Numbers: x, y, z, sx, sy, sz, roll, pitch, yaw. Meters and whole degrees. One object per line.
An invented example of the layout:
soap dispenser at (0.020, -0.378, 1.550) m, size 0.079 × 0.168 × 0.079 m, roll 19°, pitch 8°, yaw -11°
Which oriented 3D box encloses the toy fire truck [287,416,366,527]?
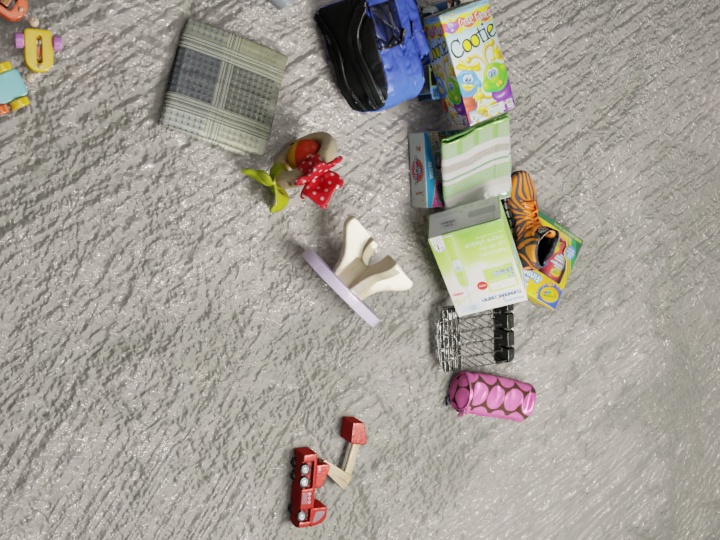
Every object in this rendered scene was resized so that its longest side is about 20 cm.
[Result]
toy fire truck at (-0.063, 0.389, 1.617) m, size 0.140 × 0.049 × 0.203 m, roll 1°, pitch 96°, yaw -29°

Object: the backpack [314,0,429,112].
backpack at (0.040, -0.395, 1.507) m, size 0.167 × 0.162 × 0.202 m, roll -22°, pitch 106°, yaw -28°

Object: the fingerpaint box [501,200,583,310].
fingerpaint box at (0.359, -0.034, 1.779) m, size 0.199 × 0.073 × 0.168 m, roll 29°, pitch 82°, yaw -28°

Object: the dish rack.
dish rack at (0.237, 0.132, 1.748) m, size 0.198 × 0.054 × 0.155 m, roll -7°, pitch 99°, yaw -26°

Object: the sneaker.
sneaker at (0.347, -0.100, 1.662) m, size 0.077 × 0.112 × 0.203 m, roll -11°, pitch 97°, yaw -21°

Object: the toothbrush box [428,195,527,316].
toothbrush box at (0.229, -0.025, 1.627) m, size 0.144 × 0.087 × 0.201 m, roll -14°, pitch 125°, yaw 16°

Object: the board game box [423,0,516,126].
board game box at (0.195, -0.380, 1.537) m, size 0.102 × 0.105 × 0.202 m, roll -23°, pitch 108°, yaw -12°

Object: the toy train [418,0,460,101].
toy train at (0.162, -0.421, 1.617) m, size 0.113 × 0.087 × 0.203 m, roll -9°, pitch 101°, yaw -21°

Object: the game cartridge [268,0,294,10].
game cartridge at (-0.119, -0.568, 1.470) m, size 0.133 × 0.041 × 0.201 m, roll 36°, pitch 79°, yaw -23°

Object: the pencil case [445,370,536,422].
pencil case at (0.281, 0.271, 1.771) m, size 0.198 × 0.091 × 0.095 m, roll 11°, pitch 61°, yaw -29°

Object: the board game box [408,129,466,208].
board game box at (0.196, -0.207, 1.674) m, size 0.198 × 0.064 × 0.150 m, roll -9°, pitch 101°, yaw -26°

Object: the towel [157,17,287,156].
towel at (-0.234, -0.311, 1.447) m, size 0.198 × 0.034 × 0.195 m, roll 16°, pitch 86°, yaw -27°

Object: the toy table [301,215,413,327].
toy table at (0.000, 0.000, 1.539) m, size 0.117 × 0.184 × 0.200 m, roll -43°, pitch 128°, yaw 1°

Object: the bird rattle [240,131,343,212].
bird rattle at (-0.104, -0.185, 1.447) m, size 0.113 × 0.199 × 0.164 m, roll 46°, pitch 50°, yaw -28°

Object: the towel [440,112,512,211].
towel at (0.222, -0.190, 1.582) m, size 0.148 × 0.031 × 0.201 m, roll -26°, pitch 141°, yaw -11°

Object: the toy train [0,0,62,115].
toy train at (-0.541, -0.334, 1.260) m, size 0.149 × 0.055 × 0.202 m, roll 27°, pitch 80°, yaw -27°
